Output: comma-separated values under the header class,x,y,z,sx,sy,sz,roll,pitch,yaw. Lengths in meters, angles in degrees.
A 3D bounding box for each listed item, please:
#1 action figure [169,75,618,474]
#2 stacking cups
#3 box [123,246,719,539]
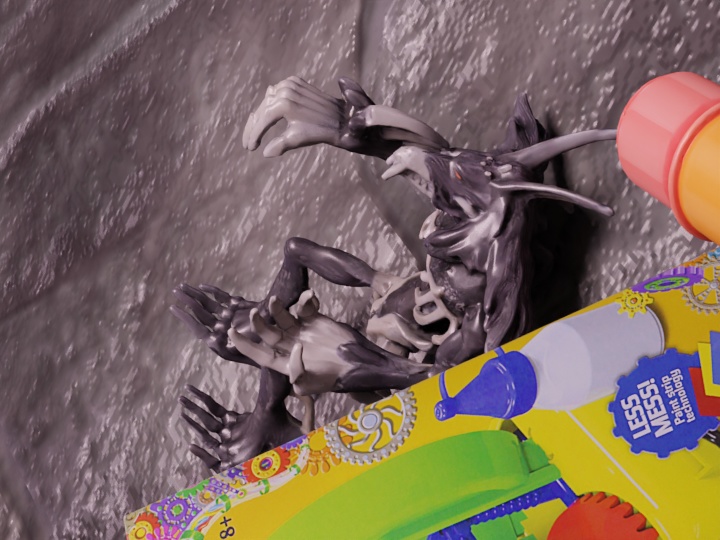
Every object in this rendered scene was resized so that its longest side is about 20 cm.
class,x,y,z,sx,sy,sz,roll,pitch,yaw
action figure,0.000,0.000,0.878,0.200,0.102,0.119,-40,36,43
stacking cups,0.135,-0.006,0.720,0.200,0.060,0.061,35,107,56
box,0.064,0.132,0.643,0.192,0.122,0.201,-25,51,10
